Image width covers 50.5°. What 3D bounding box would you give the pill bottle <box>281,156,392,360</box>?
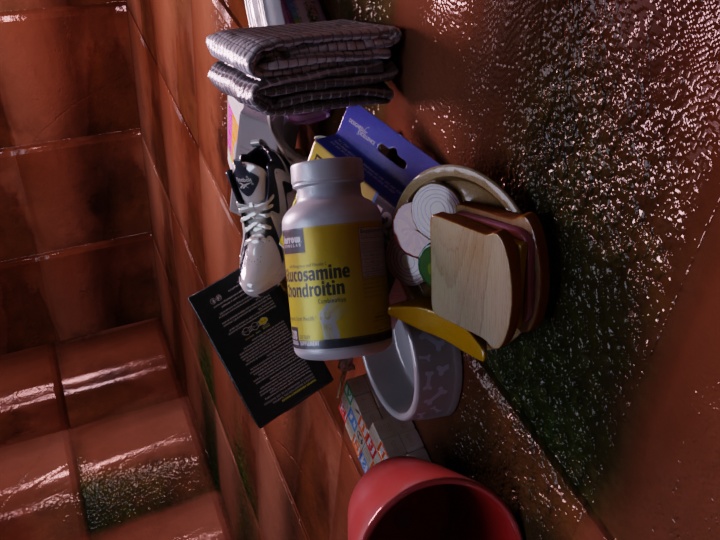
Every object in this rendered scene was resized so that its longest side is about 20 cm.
[{"bbox_3d":[-0.027,-0.013,0.820,0.112,0.109,0.206,178,86,-68],"label":"pill bottle"}]

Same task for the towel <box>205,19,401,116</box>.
[{"bbox_3d":[-0.067,-0.241,0.899,0.165,0.195,0.088,37,135,56],"label":"towel"}]

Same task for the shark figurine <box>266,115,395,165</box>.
[{"bbox_3d":[-0.037,-0.145,1.011,0.210,0.089,0.132,19,117,30],"label":"shark figurine"}]

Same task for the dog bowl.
[{"bbox_3d":[0.054,0.094,0.963,0.199,0.057,0.206,166,91,-69],"label":"dog bowl"}]

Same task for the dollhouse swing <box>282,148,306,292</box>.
[{"bbox_3d":[-0.060,-0.065,1.199,0.177,0.177,0.204,18,129,16],"label":"dollhouse swing"}]

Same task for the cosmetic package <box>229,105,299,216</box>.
[{"bbox_3d":[-0.148,-0.181,1.189,0.203,0.072,0.103,105,-173,-45],"label":"cosmetic package"}]

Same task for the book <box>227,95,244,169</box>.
[{"bbox_3d":[-0.239,-0.281,1.521,0.135,0.047,0.204,-120,28,-42],"label":"book"}]

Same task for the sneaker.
[{"bbox_3d":[-0.138,-0.080,0.992,0.130,0.078,0.204,50,-130,-52],"label":"sneaker"}]

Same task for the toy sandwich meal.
[{"bbox_3d":[0.091,-0.002,0.738,0.202,0.069,0.211,22,122,40],"label":"toy sandwich meal"}]

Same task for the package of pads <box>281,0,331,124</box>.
[{"bbox_3d":[-0.093,-0.324,1.085,0.121,0.074,0.205,122,132,-63],"label":"package of pads"}]

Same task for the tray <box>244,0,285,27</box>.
[{"bbox_3d":[-0.133,-0.344,1.047,0.107,0.022,0.206,-17,84,65],"label":"tray"}]

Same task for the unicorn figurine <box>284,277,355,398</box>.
[{"bbox_3d":[-0.045,0.070,1.090,0.204,0.072,0.138,63,172,9],"label":"unicorn figurine"}]

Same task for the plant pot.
[{"bbox_3d":[0.069,0.314,0.893,0.177,0.195,0.207,-170,68,-77],"label":"plant pot"}]

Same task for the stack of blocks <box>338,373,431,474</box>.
[{"bbox_3d":[0.037,0.248,1.089,0.116,0.057,0.203,107,145,-51],"label":"stack of blocks"}]

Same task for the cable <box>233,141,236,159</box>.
[{"bbox_3d":[-0.186,-0.155,1.422,0.201,0.067,0.204,-123,28,-43],"label":"cable"}]

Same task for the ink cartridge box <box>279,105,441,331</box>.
[{"bbox_3d":[0.000,-0.066,0.894,0.197,0.046,0.204,41,123,35],"label":"ink cartridge box"}]

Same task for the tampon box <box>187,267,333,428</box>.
[{"bbox_3d":[-0.144,0.103,1.101,0.203,0.124,0.150,61,168,1],"label":"tampon box"}]
